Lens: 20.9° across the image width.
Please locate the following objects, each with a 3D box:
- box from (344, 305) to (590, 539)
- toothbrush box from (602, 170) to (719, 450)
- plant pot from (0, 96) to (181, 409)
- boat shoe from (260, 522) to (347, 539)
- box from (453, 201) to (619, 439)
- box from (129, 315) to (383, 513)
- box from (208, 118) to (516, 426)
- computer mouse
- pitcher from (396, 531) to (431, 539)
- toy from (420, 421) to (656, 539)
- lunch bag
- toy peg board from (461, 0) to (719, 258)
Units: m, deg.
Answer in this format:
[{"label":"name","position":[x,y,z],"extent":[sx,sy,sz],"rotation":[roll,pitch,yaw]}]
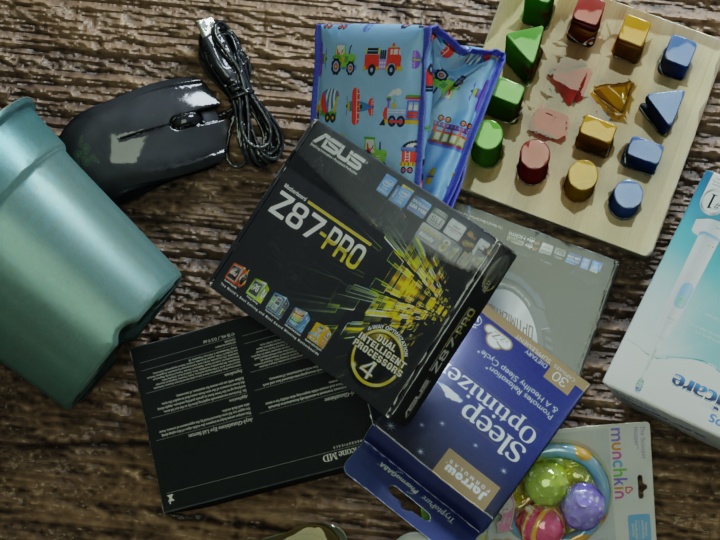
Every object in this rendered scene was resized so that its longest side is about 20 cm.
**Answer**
[{"label":"box","position":[0.087,0.123,1.557],"extent":[0.121,0.032,0.200],"rotation":[37,54,6]},{"label":"toothbrush box","position":[0.311,0.042,1.604],"extent":[0.145,0.085,0.201],"rotation":[23,82,27]},{"label":"plant pot","position":[-0.266,-0.003,1.618],"extent":[0.196,0.200,0.201],"rotation":[41,86,0]},{"label":"boat shoe","position":[-0.104,0.264,1.638],"extent":[0.199,0.063,0.074],"rotation":[-27,87,6]},{"label":"box","position":[0.100,0.035,1.658],"extent":[0.198,0.044,0.162],"rotation":[21,85,6]},{"label":"box","position":[-0.076,0.110,1.616],"extent":[0.198,0.079,0.143],"rotation":[-15,79,18]},{"label":"box","position":[0.000,0.000,1.533],"extent":[0.199,0.049,0.162],"rotation":[35,91,26]},{"label":"computer mouse","position":[-0.178,-0.124,1.690],"extent":[0.198,0.053,0.140],"rotation":[-24,83,0]},{"label":"pitcher","position":[0.067,0.309,1.561],"extent":[0.121,0.172,0.201],"rotation":[-28,80,-23]},{"label":"toy","position":[0.144,0.194,1.614],"extent":[0.198,0.047,0.116],"rotation":[-4,109,5]},{"label":"lunch bag","position":[0.020,-0.097,1.624],"extent":[0.093,0.150,0.202],"rotation":[15,87,-40]},{"label":"toy peg board","position":[0.188,-0.142,1.651],"extent":[0.197,0.098,0.202],"rotation":[20,84,6]}]
